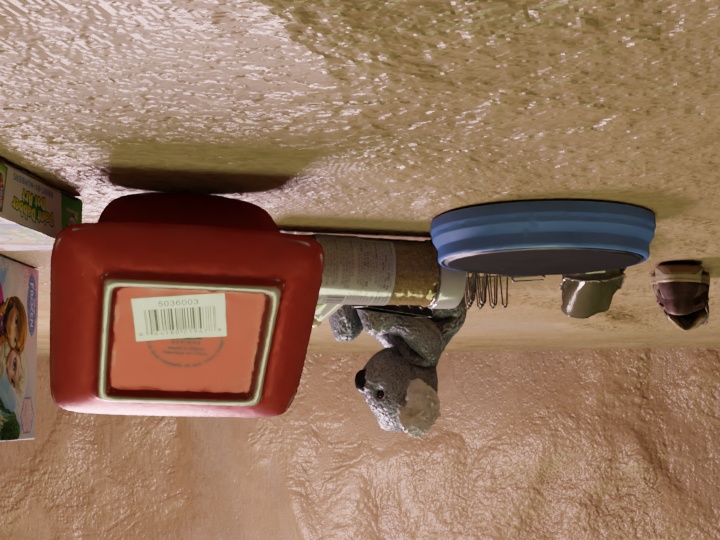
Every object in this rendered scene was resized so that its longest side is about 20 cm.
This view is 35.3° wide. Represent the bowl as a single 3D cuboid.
[{"bbox_3d":[0.161,-0.025,1.006,0.198,0.040,0.201,0,172,0],"label":"bowl"}]

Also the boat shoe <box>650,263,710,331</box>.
[{"bbox_3d":[0.388,0.038,1.366,0.071,0.073,0.200,-2,172,15],"label":"boat shoe"}]

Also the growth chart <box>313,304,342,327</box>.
[{"bbox_3d":[-0.085,0.009,1.148,0.198,0.018,0.145,11,142,-29],"label":"growth chart"}]

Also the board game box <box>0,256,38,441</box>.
[{"bbox_3d":[-0.403,0.086,1.234,0.041,0.202,0.200,-1,174,2],"label":"board game box"}]

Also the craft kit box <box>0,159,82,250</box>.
[{"bbox_3d":[-0.329,-0.047,0.815,0.198,0.049,0.198,-1,170,8],"label":"craft kit box"}]

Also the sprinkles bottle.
[{"bbox_3d":[0.000,0.000,1.082,0.198,0.069,0.068,2,172,-17],"label":"sprinkles bottle"}]

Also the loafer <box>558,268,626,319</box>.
[{"bbox_3d":[0.248,0.016,1.199,0.074,0.070,0.200,-1,173,10],"label":"loafer"}]

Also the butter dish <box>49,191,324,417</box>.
[{"bbox_3d":[-0.141,0.008,0.898,0.198,0.149,0.201,3,132,-13],"label":"butter dish"}]

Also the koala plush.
[{"bbox_3d":[0.059,0.124,1.532,0.182,0.202,0.177,2,172,-19],"label":"koala plush"}]

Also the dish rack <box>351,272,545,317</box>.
[{"bbox_3d":[0.106,0.018,1.283,0.198,0.055,0.153,-5,172,33],"label":"dish rack"}]
